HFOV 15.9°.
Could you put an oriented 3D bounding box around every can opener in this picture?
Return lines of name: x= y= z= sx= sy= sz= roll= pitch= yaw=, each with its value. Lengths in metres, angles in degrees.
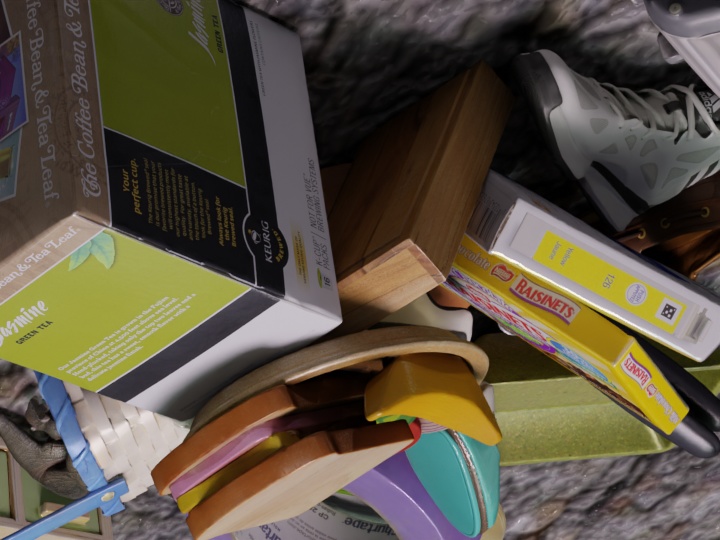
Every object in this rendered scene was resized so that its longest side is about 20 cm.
can opener: x=0.158 y=0.050 z=1.662 sx=0.200 sy=0.063 sz=0.079 roll=45 pitch=142 yaw=-5

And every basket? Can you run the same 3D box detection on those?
basket: x=-0.193 y=0.080 z=1.619 sx=0.199 sy=0.177 sz=0.139 roll=-19 pitch=152 yaw=-6

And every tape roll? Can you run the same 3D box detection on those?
tape roll: x=-0.015 y=0.158 z=1.775 sx=0.199 sy=0.085 sz=0.200 roll=14 pitch=136 yaw=14

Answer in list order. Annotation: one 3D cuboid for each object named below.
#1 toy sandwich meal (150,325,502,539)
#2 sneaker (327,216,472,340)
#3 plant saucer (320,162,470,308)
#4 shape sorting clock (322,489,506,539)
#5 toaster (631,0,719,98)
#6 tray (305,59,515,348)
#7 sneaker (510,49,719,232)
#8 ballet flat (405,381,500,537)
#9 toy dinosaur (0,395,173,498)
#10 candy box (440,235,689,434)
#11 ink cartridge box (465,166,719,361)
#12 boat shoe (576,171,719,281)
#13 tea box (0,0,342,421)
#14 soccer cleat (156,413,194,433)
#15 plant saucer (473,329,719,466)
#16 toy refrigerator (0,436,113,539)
toy sandwich meal: x=-0.013 y=0.096 z=1.449 sx=0.204 sy=0.070 sz=0.205 roll=-17 pitch=160 yaw=-6
sneaker: x=-0.014 y=-0.003 z=1.573 sx=0.080 sy=0.200 sz=0.074 roll=-45 pitch=179 yaw=-6
plant saucer: x=0.000 y=0.000 z=1.678 sx=0.199 sy=0.038 sz=0.200 roll=-7 pitch=149 yaw=-4
shape sorting clock: x=0.011 y=0.159 z=1.879 sx=0.199 sy=0.039 sz=0.200 roll=16 pitch=154 yaw=8
toaster: x=0.249 y=-0.171 z=1.410 sx=0.199 sy=0.114 sz=0.129 roll=-21 pitch=150 yaw=14
tray: x=0.023 y=-0.039 z=1.482 sx=0.099 sy=0.200 sz=0.037 roll=-32 pitch=109 yaw=31
sneaker: x=0.167 y=-0.100 z=1.551 sx=0.115 sy=0.076 sz=0.200 roll=-28 pitch=153 yaw=11
ballet flat: x=0.050 y=0.078 z=1.656 sx=0.067 sy=0.070 sz=0.200 roll=4 pitch=131 yaw=55
toy dinosaur: x=-0.183 y=0.130 z=1.796 sx=0.199 sy=0.077 sz=0.102 roll=-8 pitch=141 yaw=-9
candy box: x=0.103 y=0.024 z=1.552 sx=0.026 sy=0.200 sz=0.102 roll=-50 pitch=143 yaw=-8
ink cartridge box: x=0.142 y=-0.002 z=1.528 sx=0.200 sy=0.198 sz=0.047 roll=30 pitch=93 yaw=-16
boat shoe: x=0.182 y=-0.009 z=1.685 sx=0.072 sy=0.068 sz=0.200 roll=17 pitch=139 yaw=-36
tea box: x=-0.132 y=-0.053 z=1.402 sx=0.133 sy=0.201 sz=0.196 roll=-32 pitch=141 yaw=32
soccer cleat: x=-0.078 y=0.087 z=1.541 sx=0.200 sy=0.069 sz=0.078 roll=12 pitch=107 yaw=-48
plant saucer: x=0.143 y=0.085 z=1.816 sx=0.199 sy=0.048 sz=0.200 roll=-4 pitch=160 yaw=-9
toy refrigerator: x=-0.275 y=0.158 z=1.814 sx=0.199 sy=0.076 sz=0.070 roll=16 pitch=140 yaw=-34
